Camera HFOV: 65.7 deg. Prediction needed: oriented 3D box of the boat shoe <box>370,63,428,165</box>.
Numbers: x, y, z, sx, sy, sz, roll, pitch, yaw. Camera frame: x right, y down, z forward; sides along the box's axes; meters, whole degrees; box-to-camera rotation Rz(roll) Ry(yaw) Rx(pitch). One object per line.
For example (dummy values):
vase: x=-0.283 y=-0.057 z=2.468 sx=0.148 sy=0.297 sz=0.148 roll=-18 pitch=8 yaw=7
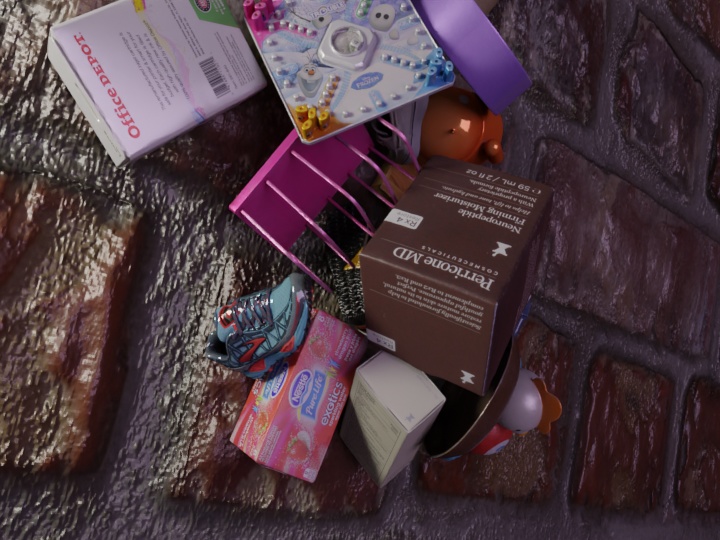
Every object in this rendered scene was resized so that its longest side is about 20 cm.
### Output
boat shoe: x=0.046 y=-0.199 z=0.751 sx=0.064 sy=0.200 sz=0.074 roll=-17 pitch=79 yaw=-6

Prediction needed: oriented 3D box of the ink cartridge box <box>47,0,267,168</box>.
ink cartridge box: x=-0.232 y=-0.234 z=0.650 sx=0.199 sy=0.083 sz=0.147 roll=-39 pitch=110 yaw=-27

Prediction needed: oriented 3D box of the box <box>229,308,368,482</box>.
box: x=-0.080 y=0.158 z=0.744 sx=0.094 sy=0.099 sz=0.204 roll=31 pitch=75 yaw=-29

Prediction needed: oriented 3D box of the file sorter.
file sorter: x=-0.031 y=-0.093 z=0.696 sx=0.201 sy=0.125 sz=0.139 roll=-50 pitch=154 yaw=-3

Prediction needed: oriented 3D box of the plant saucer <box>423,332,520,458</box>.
plant saucer: x=0.153 y=0.165 z=0.745 sx=0.034 sy=0.200 sz=0.203 roll=32 pitch=72 yaw=-3

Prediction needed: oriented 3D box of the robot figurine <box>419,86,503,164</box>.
robot figurine: x=0.151 y=-0.219 z=0.863 sx=0.198 sy=0.115 sz=0.147 roll=-13 pitch=80 yaw=-56

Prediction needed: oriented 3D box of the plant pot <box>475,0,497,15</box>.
plant pot: x=0.175 y=-0.492 z=0.877 sx=0.184 sy=0.186 sz=0.204 roll=23 pitch=91 yaw=-31

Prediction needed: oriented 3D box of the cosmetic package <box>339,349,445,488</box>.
cosmetic package: x=0.036 y=0.201 z=0.755 sx=0.072 sy=0.202 sz=0.104 roll=-29 pitch=63 yaw=-30

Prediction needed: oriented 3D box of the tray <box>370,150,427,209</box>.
tray: x=0.111 y=-0.113 z=0.907 sx=0.199 sy=0.037 sz=0.100 roll=38 pitch=71 yaw=-29

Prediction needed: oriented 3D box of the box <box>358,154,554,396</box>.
box: x=0.118 y=-0.001 z=0.675 sx=0.201 sy=0.163 sz=0.167 roll=-53 pitch=152 yaw=-35

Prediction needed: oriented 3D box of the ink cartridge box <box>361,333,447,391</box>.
ink cartridge box: x=0.091 y=0.099 z=0.864 sx=0.201 sy=0.084 sz=0.147 roll=-49 pitch=118 yaw=-23

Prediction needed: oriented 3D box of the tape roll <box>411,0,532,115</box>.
tape roll: x=0.150 y=-0.314 z=0.767 sx=0.065 sy=0.202 sz=0.199 roll=-38 pitch=119 yaw=21

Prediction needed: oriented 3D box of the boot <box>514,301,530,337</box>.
boot: x=0.259 y=0.026 z=0.964 sx=0.089 sy=0.073 sz=0.204 roll=23 pitch=83 yaw=12

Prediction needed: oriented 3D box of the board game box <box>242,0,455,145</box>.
board game box: x=-0.016 y=-0.269 z=0.652 sx=0.196 sy=0.026 sz=0.203 roll=-24 pitch=73 yaw=-8

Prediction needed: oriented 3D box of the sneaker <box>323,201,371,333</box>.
sneaker: x=0.000 y=0.000 z=0.798 sx=0.090 sy=0.068 sz=0.204 roll=49 pitch=26 yaw=-55

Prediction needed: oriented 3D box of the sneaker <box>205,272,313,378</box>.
sneaker: x=-0.126 y=0.068 z=0.663 sx=0.094 sy=0.200 sz=0.081 roll=19 pitch=45 yaw=-28

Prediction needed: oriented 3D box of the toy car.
toy car: x=0.235 y=0.221 z=0.893 sx=0.181 sy=0.198 sz=0.182 roll=-10 pitch=96 yaw=-32
